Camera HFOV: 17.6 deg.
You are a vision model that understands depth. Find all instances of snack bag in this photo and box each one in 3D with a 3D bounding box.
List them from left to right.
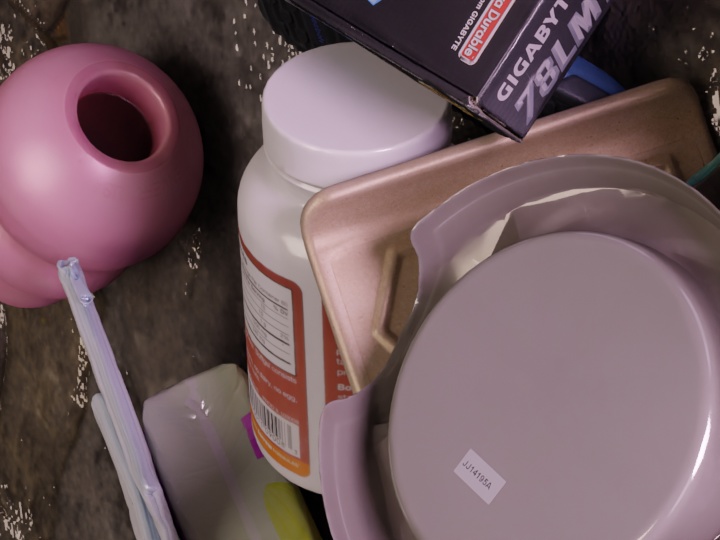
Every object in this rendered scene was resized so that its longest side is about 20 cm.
[{"bbox_3d":[-0.113,0.120,1.198,0.189,0.021,0.201,-117,11,-47],"label":"snack bag"}]

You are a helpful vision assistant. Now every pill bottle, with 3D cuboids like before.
[{"bbox_3d":[0.000,0.000,1.076,0.112,0.112,0.201,38,143,37],"label":"pill bottle"}]

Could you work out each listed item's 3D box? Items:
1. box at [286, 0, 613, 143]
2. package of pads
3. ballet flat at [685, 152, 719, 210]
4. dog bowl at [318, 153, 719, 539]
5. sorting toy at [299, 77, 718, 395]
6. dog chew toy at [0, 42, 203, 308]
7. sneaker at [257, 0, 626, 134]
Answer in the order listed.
[{"bbox_3d":[0.047,-0.184,0.993,0.198,0.050,0.201,36,95,40],"label":"box"},{"bbox_3d":[-0.049,0.163,1.200,0.155,0.068,0.201,96,151,-73],"label":"package of pads"},{"bbox_3d":[0.159,-0.017,0.942,0.067,0.070,0.200,49,116,22],"label":"ballet flat"},{"bbox_3d":[0.080,0.059,0.890,0.199,0.059,0.202,-14,64,31],"label":"dog bowl"},{"bbox_3d":[0.087,0.038,0.990,0.036,0.184,0.202,134,118,-82],"label":"sorting toy"},{"bbox_3d":[-0.167,-0.042,1.297,0.200,0.124,0.125,-42,68,54],"label":"dog chew toy"},{"bbox_3d":[0.050,-0.116,1.064,0.199,0.079,0.066,26,152,24],"label":"sneaker"}]
